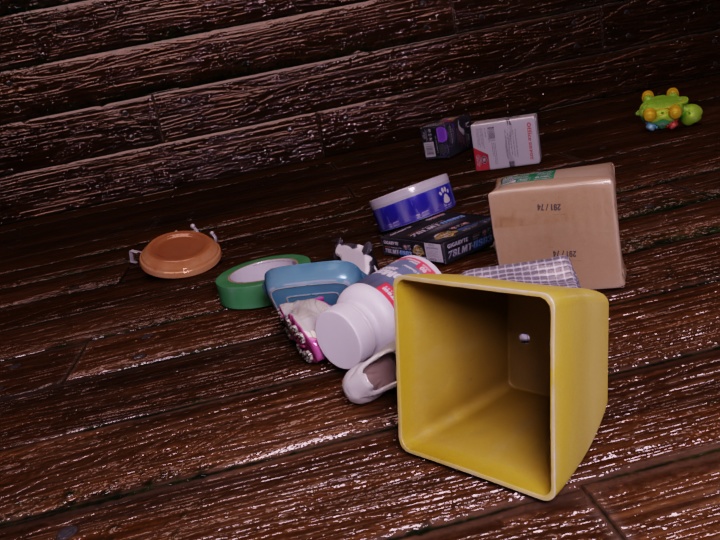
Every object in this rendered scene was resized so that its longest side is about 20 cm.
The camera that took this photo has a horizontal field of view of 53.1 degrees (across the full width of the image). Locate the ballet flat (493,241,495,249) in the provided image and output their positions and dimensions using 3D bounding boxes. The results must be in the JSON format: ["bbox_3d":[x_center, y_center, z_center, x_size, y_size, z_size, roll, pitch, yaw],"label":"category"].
[{"bbox_3d":[0.292,-0.050,1.371,0.069,0.070,0.200,-11,18,-1],"label":"ballet flat"}]

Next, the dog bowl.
[{"bbox_3d":[0.126,-0.163,1.728,0.198,0.079,0.200,-20,6,2],"label":"dog bowl"}]

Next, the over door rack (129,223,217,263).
[{"bbox_3d":[-0.509,-0.074,1.941,0.198,0.067,0.148,-1,19,30],"label":"over door rack"}]

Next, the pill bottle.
[{"bbox_3d":[0.033,0.064,1.079,0.119,0.121,0.199,5,24,42],"label":"pill bottle"}]

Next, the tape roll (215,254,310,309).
[{"bbox_3d":[-0.195,0.021,1.478,0.198,0.049,0.201,-10,18,3],"label":"tape roll"}]

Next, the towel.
[{"bbox_3d":[0.232,0.049,1.059,0.198,0.086,0.166,-8,18,10],"label":"towel"}]

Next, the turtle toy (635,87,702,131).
[{"bbox_3d":[0.989,-0.507,2.311,0.198,0.102,0.146,-1,43,20],"label":"turtle toy"}]

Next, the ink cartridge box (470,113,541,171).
[{"bbox_3d":[0.452,-0.397,2.225,0.198,0.146,0.084,-4,18,21],"label":"ink cartridge box"}]

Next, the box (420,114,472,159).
[{"bbox_3d":[0.321,-0.491,2.643,0.105,0.123,0.200,2,21,38],"label":"box"}]

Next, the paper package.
[{"bbox_3d":[0.325,-0.066,1.187,0.198,0.192,0.103,-5,18,22],"label":"paper package"}]

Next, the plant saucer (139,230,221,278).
[{"bbox_3d":[-0.444,-0.046,1.773,0.198,0.038,0.201,1,31,0],"label":"plant saucer"}]

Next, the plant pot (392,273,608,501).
[{"bbox_3d":[0.170,0.099,0.789,0.175,0.202,0.199,-12,13,-43],"label":"plant pot"}]

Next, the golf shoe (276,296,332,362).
[{"bbox_3d":[-0.073,0.084,1.148,0.091,0.076,0.200,-22,20,-12],"label":"golf shoe"}]

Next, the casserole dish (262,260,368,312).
[{"bbox_3d":[-0.078,0.040,1.254,0.198,0.122,0.039,-5,48,14],"label":"casserole dish"}]

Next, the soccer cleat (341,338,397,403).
[{"bbox_3d":[0.061,0.117,0.967,0.199,0.070,0.077,-30,-3,-34],"label":"soccer cleat"}]

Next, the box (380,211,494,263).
[{"bbox_3d":[0.180,-0.074,1.547,0.199,0.050,0.198,-22,21,-33],"label":"box"}]

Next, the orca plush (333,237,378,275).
[{"bbox_3d":[0.000,0.000,1.442,0.106,0.071,0.200,-62,26,-7],"label":"orca plush"}]
